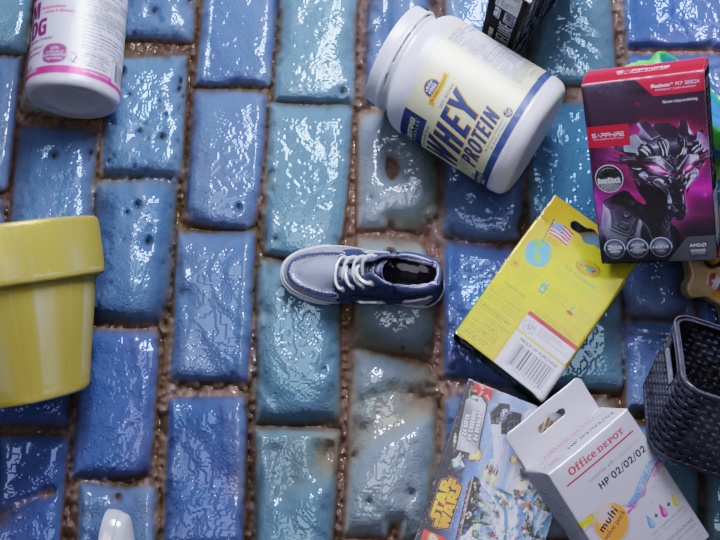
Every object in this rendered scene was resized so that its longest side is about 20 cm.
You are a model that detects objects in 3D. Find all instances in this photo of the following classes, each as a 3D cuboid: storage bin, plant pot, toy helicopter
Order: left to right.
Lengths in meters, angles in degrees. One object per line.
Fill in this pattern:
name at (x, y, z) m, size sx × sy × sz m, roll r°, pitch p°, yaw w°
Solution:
plant pot at (-0.380, 0.047, 1.043) m, size 0.196 × 0.201 × 0.194 m, roll -9°, pitch 91°, yaw 2°
toy helicopter at (0.426, 0.028, 1.051) m, size 0.129 × 0.079 × 0.205 m, roll -6°, pitch 87°, yaw -6°
storage bin at (0.404, 0.145, 0.965) m, size 0.196 × 0.136 × 0.095 m, roll 17°, pitch 123°, yaw 4°

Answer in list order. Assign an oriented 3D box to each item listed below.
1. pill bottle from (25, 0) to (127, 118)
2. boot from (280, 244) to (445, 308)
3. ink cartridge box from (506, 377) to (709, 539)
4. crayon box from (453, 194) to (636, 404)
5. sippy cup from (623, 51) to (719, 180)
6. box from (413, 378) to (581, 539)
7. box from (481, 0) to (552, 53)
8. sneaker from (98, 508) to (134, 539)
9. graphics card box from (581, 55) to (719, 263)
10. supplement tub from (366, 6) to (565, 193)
pill bottle at (-0.346, -0.302, 1.151) m, size 0.111 × 0.114 × 0.205 m, roll 0°, pitch 77°, yaw 4°
boot at (0.000, 0.000, 1.068) m, size 0.195 × 0.090 × 0.075 m, roll 3°, pitch 77°, yaw 5°
ink cartridge box at (0.256, 0.226, 0.980) m, size 0.114 × 0.068 × 0.202 m, roll -34°, pitch 91°, yaw -13°
crayon box at (0.212, 0.033, 1.065) m, size 0.126 × 0.051 × 0.201 m, roll 37°, pitch 83°, yaw 11°
sippy cup at (0.333, -0.150, 1.048) m, size 0.178 × 0.140 × 0.130 m, roll 46°, pitch 121°, yaw 2°
box at (0.148, 0.240, 1.029) m, size 0.134 × 0.040 × 0.204 m, roll 20°, pitch 80°, yaw 7°
box at (0.201, -0.334, 1.072) m, size 0.049 × 0.200 × 0.159 m, roll 32°, pitch 82°, yaw 7°
sneaker at (-0.229, 0.363, 1.017) m, size 0.113 × 0.074 × 0.205 m, roll -1°, pitch 87°, yaw 2°
graphics card box at (0.303, -0.109, 0.970) m, size 0.123 × 0.051 × 0.204 m, roll -1°, pitch 114°, yaw 26°
supplement tub at (0.119, -0.199, 1.076) m, size 0.198 × 0.145 × 0.146 m, roll 33°, pitch 81°, yaw 11°
